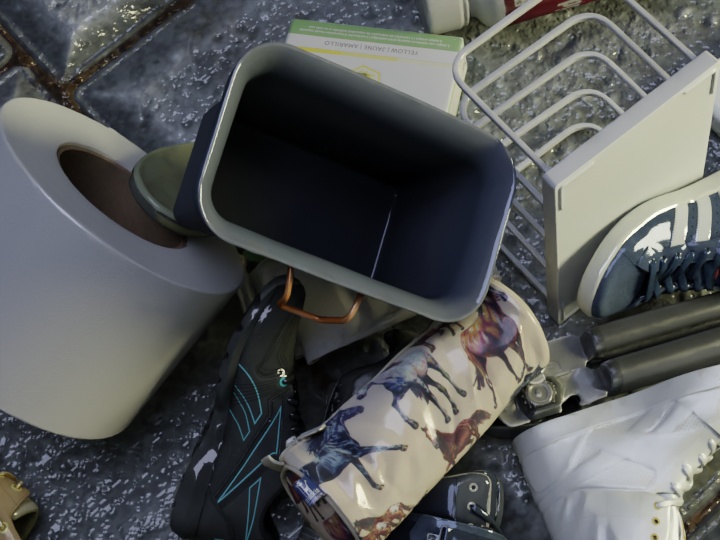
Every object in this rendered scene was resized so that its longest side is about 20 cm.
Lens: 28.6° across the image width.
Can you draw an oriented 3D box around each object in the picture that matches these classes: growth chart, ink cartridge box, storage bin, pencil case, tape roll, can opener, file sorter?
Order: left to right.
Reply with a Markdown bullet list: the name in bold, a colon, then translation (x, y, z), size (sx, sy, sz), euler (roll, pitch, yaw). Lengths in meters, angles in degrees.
- **tape roll**: translation (-0.200, -0.002, 0.972), size (0.203, 0.202, 0.139), euler (47, 106, 24)
- **storage bin**: translation (-0.025, -0.039, 0.911), size (0.199, 0.134, 0.146), euler (20, 80, -21)
- **ink cartridge box**: translation (-0.006, -0.096, 1.100), size (0.145, 0.048, 0.201), euler (9, 63, 11)
- **growth chart**: translation (0.000, 0.000, 1.030), size (0.199, 0.018, 0.145), euler (-21, 49, 10)
- **pencil case**: translation (0.034, 0.089, 0.913), size (0.200, 0.078, 0.090), euler (-44, 98, -17)
- **file sorter**: translation (0.151, -0.086, 0.988), size (0.139, 0.200, 0.125), euler (-36, 63, -10)
- **can opener**: translation (0.175, 0.070, 0.997), size (0.199, 0.067, 0.054), euler (-15, 61, -14)

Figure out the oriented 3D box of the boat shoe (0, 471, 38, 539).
- **boat shoe**: translation (-0.258, 0.181, 0.992), size (0.066, 0.074, 0.201), euler (-20, 64, -17)

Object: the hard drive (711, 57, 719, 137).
- **hard drive**: translation (0.357, -0.102, 1.063), size (0.132, 0.026, 0.200), euler (-32, 64, -8)

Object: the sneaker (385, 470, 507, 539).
- **sneaker**: translation (0.100, 0.211, 0.918), size (0.201, 0.077, 0.147), euler (14, 69, 15)

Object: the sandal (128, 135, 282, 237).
- **sandal**: translation (-0.078, -0.082, 1.004), size (0.200, 0.057, 0.080), euler (-21, 60, -37)

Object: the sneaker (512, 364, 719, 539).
- **sneaker**: translation (0.214, 0.137, 0.947), size (0.199, 0.074, 0.116), euler (-21, 64, 8)

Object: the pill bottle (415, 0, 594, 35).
- **pill bottle**: translation (0.138, -0.259, 1.121), size (0.199, 0.114, 0.115), euler (-16, 63, 0)

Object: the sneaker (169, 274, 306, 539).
- **sneaker**: translation (-0.066, 0.101, 0.974), size (0.079, 0.075, 0.201), euler (21, 103, 5)

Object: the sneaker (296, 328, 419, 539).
- **sneaker**: translation (0.002, 0.121, 0.985), size (0.090, 0.067, 0.200), euler (28, 69, 25)

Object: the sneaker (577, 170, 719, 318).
- **sneaker**: translation (0.242, -0.011, 0.983), size (0.199, 0.075, 0.085), euler (-29, 55, -25)
